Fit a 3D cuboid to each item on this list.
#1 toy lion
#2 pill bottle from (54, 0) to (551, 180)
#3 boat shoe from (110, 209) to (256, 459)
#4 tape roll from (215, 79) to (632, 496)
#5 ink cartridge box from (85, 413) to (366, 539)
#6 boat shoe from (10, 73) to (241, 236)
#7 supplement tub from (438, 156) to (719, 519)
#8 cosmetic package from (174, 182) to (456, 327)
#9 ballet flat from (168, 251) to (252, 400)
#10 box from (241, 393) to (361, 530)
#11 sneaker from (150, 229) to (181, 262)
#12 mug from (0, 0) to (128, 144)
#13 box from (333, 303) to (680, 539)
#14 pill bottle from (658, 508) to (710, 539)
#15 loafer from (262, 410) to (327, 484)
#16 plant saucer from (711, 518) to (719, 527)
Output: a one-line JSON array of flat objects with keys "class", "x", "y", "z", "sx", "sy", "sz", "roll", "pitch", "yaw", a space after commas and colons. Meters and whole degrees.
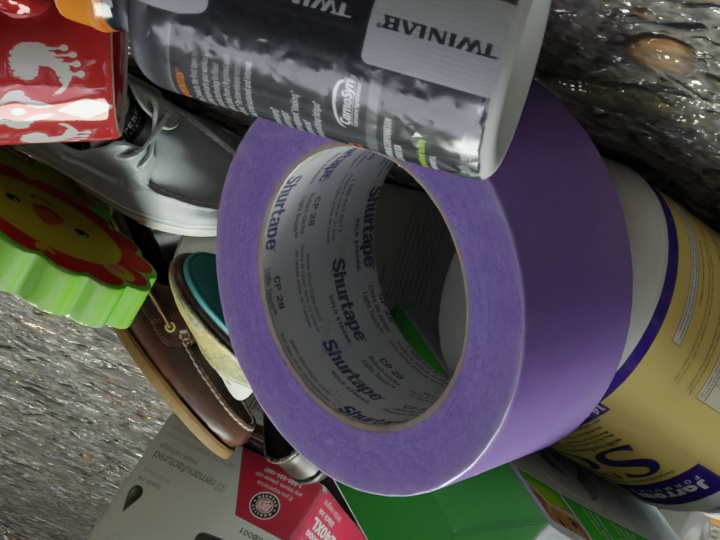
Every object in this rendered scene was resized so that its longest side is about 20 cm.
[{"class": "toy lion", "x": -0.209, "y": -0.039, "z": 1.177, "sx": 0.199, "sy": 0.069, "sz": 0.192, "roll": 30, "pitch": -166, "yaw": -8}, {"class": "pill bottle", "x": -0.026, "y": -0.114, "z": 0.846, "sx": 0.198, "sy": 0.107, "sz": 0.106, "roll": 16, "pitch": 164, "yaw": 9}, {"class": "boat shoe", "x": -0.128, "y": 0.026, "z": 1.305, "sx": 0.200, "sy": 0.070, "sz": 0.070, "roll": 51, "pitch": -178, "yaw": 2}, {"class": "tape roll", "x": 0.027, "y": 0.001, "z": 0.975, "sx": 0.199, "sy": 0.202, "sz": 0.085, "roll": 3, "pitch": -169, "yaw": 44}, {"class": "ink cartridge box", "x": -0.114, "y": 0.218, "z": 1.343, "sx": 0.144, "sy": 0.201, "sz": 0.084, "roll": 21, "pitch": 158, "yaw": 33}, {"class": "boat shoe", "x": -0.143, "y": -0.078, "z": 1.159, "sx": 0.199, "sy": 0.071, "sz": 0.072, "roll": 24, "pitch": 169, "yaw": -6}, {"class": "supplement tub", "x": 0.154, "y": 0.042, "z": 1.086, "sx": 0.199, "sy": 0.147, "sz": 0.145, "roll": 31, "pitch": 160, "yaw": -36}, {"class": "cosmetic package", "x": 0.000, "y": 0.000, "z": 1.230, "sx": 0.198, "sy": 0.085, "sz": 0.108, "roll": 16, "pitch": 163, "yaw": 13}, {"class": "ballet flat", "x": -0.039, "y": 0.057, "z": 1.181, "sx": 0.199, "sy": 0.071, "sz": 0.071, "roll": 27, "pitch": 162, "yaw": -25}, {"class": "box", "x": -0.023, "y": 0.133, "z": 1.412, "sx": 0.100, "sy": 0.075, "sz": 0.200, "roll": 16, "pitch": 157, "yaw": 43}, {"class": "sneaker", "x": -0.068, "y": 0.003, "z": 1.339, "sx": 0.199, "sy": 0.071, "sz": 0.093, "roll": 7, "pitch": 166, "yaw": 44}, {"class": "mug", "x": -0.209, "y": -0.109, "z": 0.924, "sx": 0.198, "sy": 0.135, "sz": 0.178, "roll": 0, "pitch": -165, "yaw": -3}, {"class": "box", "x": 0.085, "y": 0.140, "z": 1.108, "sx": 0.176, "sy": 0.097, "sz": 0.200, "roll": 30, "pitch": -164, "yaw": -36}, {"class": "pill bottle", "x": 0.120, "y": 0.171, "z": 1.340, "sx": 0.198, "sy": 0.115, "sz": 0.114, "roll": 16, "pitch": 164, "yaw": 24}, {"class": "loafer", "x": -0.041, "y": 0.014, "z": 1.100, "sx": 0.071, "sy": 0.202, "sz": 0.073, "roll": 5, "pitch": 170, "yaw": -31}, {"class": "plant saucer", "x": 0.326, "y": 0.178, "z": 1.536, "sx": 0.198, "sy": 0.038, "sz": 0.200, "roll": 17, "pitch": 164, "yaw": 5}]
